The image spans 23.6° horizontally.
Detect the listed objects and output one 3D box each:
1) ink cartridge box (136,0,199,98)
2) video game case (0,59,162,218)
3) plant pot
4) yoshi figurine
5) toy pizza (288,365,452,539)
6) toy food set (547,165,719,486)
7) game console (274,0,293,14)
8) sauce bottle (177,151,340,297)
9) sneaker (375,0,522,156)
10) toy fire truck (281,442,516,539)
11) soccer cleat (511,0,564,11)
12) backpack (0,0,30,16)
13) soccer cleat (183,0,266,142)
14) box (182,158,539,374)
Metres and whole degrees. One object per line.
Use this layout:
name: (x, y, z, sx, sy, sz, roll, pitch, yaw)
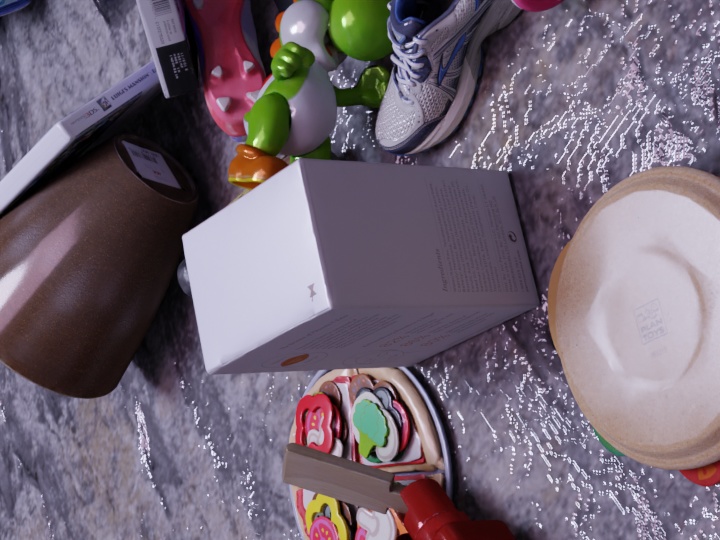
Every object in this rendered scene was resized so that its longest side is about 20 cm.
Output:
ink cartridge box: (-0.168, -0.228, 1.496, 0.200, 0.037, 0.095, -108, 3, -64)
video game case: (-0.260, -0.119, 1.575, 0.023, 0.182, 0.200, 51, 134, -4)
plant pot: (-0.241, -0.021, 1.559, 0.200, 0.186, 0.187, -50, 52, 21)
yoshi figurine: (-0.024, -0.146, 1.323, 0.112, 0.111, 0.202, 125, 160, -76)
toy pizza: (-0.002, 0.164, 1.363, 0.199, 0.032, 0.202, -1, 88, 50)
toy food set: (0.201, 0.034, 1.108, 0.200, 0.048, 0.199, -49, 54, 37)
game console: (-0.029, -0.313, 1.403, 0.200, 0.031, 0.178, -43, 58, 42)
sauce bottle: (-0.087, -0.033, 1.443, 0.200, 0.064, 0.065, -38, 62, 42)
sneaker: (0.048, -0.173, 1.266, 0.077, 0.085, 0.201, 52, 128, 36)
toy fire truck: (0.021, 0.227, 1.267, 0.200, 0.128, 0.177, 54, 129, 42)
soccer cleat: (0.145, -0.278, 1.176, 0.201, 0.069, 0.086, -69, 28, 20)
backpack: (-0.414, -0.324, 1.759, 0.199, 0.182, 0.148, 5, 116, 47)
soccer cleat: (-0.117, -0.209, 1.481, 0.077, 0.066, 0.202, 106, 154, -72)
box: (0.000, 0.000, 1.232, 0.152, 0.199, 0.107, -28, 68, 45)
